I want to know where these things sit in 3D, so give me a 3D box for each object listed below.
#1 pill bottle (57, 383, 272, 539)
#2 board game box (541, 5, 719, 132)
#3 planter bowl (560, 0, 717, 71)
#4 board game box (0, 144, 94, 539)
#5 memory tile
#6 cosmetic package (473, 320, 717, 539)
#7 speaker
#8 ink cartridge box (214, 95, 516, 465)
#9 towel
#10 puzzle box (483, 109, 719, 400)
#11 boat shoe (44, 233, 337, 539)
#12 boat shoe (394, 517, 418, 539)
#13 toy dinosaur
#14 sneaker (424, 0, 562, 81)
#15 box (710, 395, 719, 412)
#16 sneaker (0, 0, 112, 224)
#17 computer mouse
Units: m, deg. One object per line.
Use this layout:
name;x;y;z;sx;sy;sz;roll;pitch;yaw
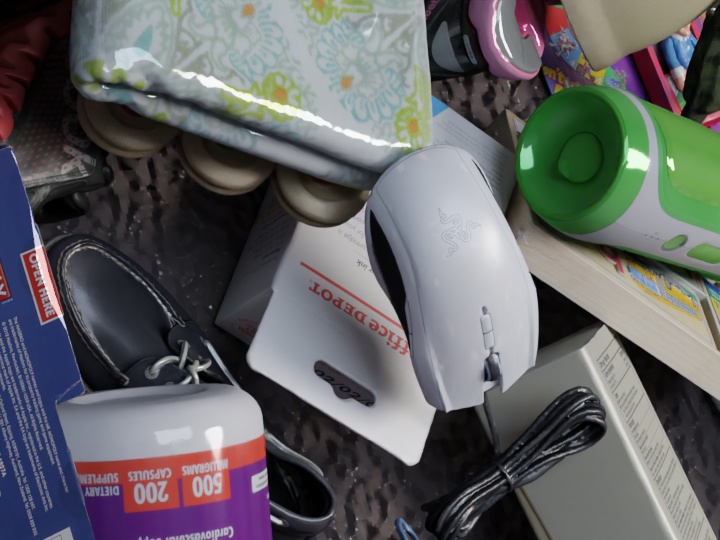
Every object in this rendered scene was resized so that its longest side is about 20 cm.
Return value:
pill bottle;-0.092;0.156;0.887;0.112;0.112;0.202;-7;93;-36
board game box;0.199;-0.141;1.248;0.199;0.039;0.159;30;60;-23
planter bowl;0.165;-0.230;1.114;0.200;0.134;0.202;-18;90;-77
board game box;-0.191;0.048;0.836;0.061;0.199;0.201;-24;109;-33
memory tile;-0.049;-0.125;0.982;0.152;0.017;0.201;21;60;-14
cosmetic package;0.142;0.136;1.074;0.201;0.073;0.103;64;17;0
speaker;0.173;-0.046;1.102;0.199;0.088;0.089;14;66;-48
ink cartridge box;0.000;0.000;1.045;0.115;0.068;0.201;33;58;-20
towel;-0.047;-0.139;0.917;0.199;0.048;0.172;17;61;-39
puzzle box;0.157;-0.003;1.141;0.199;0.025;0.133;33;26;-23
boat shoe;-0.083;0.057;0.971;0.200;0.063;0.073;52;53;-10
boat shoe;0.019;0.172;0.990;0.199;0.084;0.069;-19;103;-40
toy dinosaur;0.218;-0.119;1.181;0.047;0.201;0.088;30;51;16
sneaker;0.065;-0.163;1.141;0.079;0.095;0.200;65;26;-20
box;0.368;0.092;1.210;0.200;0.171;0.200;-34;96;-37
sneaker;-0.158;-0.080;0.962;0.098;0.070;0.201;56;40;-28
computer mouse;0.055;0.035;0.953;0.109;0.044;0.201;-28;120;-12
